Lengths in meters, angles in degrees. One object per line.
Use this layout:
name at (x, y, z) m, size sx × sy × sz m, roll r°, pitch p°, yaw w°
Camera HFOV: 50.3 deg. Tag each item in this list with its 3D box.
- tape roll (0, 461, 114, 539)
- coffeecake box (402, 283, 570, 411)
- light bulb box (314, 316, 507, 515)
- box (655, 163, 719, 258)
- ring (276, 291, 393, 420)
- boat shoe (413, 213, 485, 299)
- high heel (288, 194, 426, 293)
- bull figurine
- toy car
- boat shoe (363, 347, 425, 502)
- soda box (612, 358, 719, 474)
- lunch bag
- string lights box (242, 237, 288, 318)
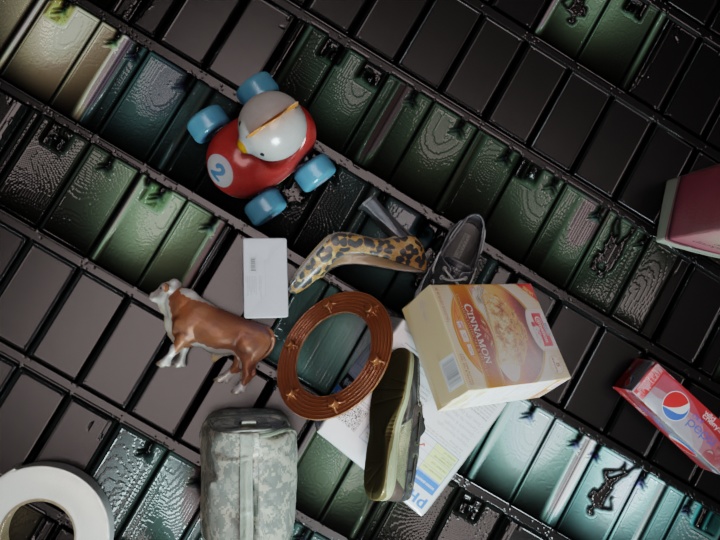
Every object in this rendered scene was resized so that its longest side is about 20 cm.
tape roll at (-0.457, 0.375, 1.095) m, size 0.202 × 0.037 × 0.204 m, roll 0°, pitch 88°, yaw -6°
coffeecake box at (0.176, 0.102, 1.065) m, size 0.199 × 0.073 × 0.154 m, roll 0°, pitch 60°, yaw -36°
light bulb box at (0.067, 0.205, 1.119) m, size 0.198 × 0.125 × 0.200 m, roll 39°, pitch 85°, yaw -3°
box at (0.558, -0.087, 1.153) m, size 0.127 × 0.200 × 0.110 m, roll 14°, pitch 86°, yaw -5°
ring at (-0.042, 0.116, 1.093) m, size 0.201 × 0.200 × 0.019 m, roll -53°, pitch 135°, yaw -6°
boat shoe at (0.138, 0.005, 1.146) m, size 0.071 × 0.068 × 0.201 m, roll 28°, pitch 71°, yaw 1°
high heel at (0.000, 0.000, 1.150) m, size 0.200 × 0.071 × 0.143 m, roll -44°, pitch 91°, yaw -12°
bull figurine at (-0.228, 0.095, 1.123) m, size 0.199 × 0.065 × 0.122 m, roll 22°, pitch 89°, yaw -3°
toy car at (-0.140, -0.186, 1.079) m, size 0.177 × 0.200 × 0.185 m, roll -35°, pitch 91°, yaw -7°
boat shoe at (0.053, 0.207, 1.025) m, size 0.066 × 0.072 × 0.202 m, roll 21°, pitch 71°, yaw -31°
soda box at (0.496, 0.226, 1.194) m, size 0.200 × 0.070 × 0.063 m, roll 43°, pitch 84°, yaw -3°
lunch bag at (-0.157, 0.300, 1.067) m, size 0.139 × 0.168 × 0.201 m, roll 1°, pitch 87°, yaw -6°
string lights box at (-0.132, 0.014, 1.069) m, size 0.059 × 0.200 × 0.103 m, roll -1°, pitch 88°, yaw -6°
